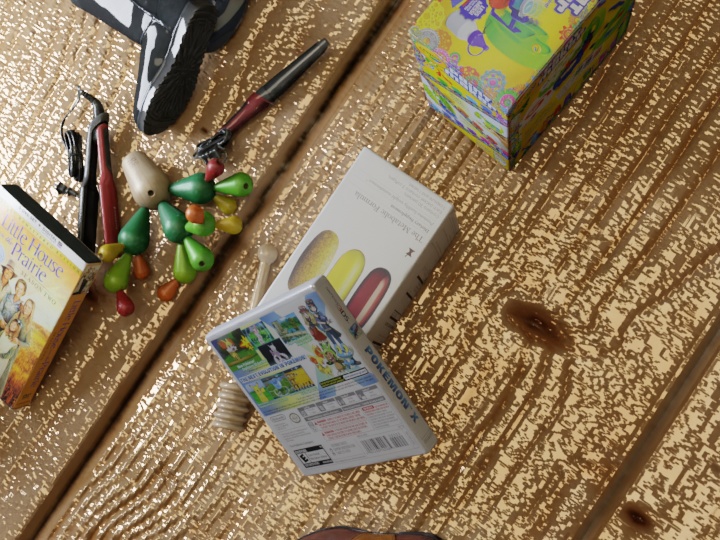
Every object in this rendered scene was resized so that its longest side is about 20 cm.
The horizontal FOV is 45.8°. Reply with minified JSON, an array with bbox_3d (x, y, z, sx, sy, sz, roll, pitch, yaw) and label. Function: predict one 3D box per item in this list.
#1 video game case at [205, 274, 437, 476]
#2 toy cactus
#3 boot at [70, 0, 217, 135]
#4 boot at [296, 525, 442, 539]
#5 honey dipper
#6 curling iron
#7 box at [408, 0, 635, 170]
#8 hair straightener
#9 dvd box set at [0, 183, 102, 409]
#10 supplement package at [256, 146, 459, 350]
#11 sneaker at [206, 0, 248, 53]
[{"bbox_3d":[-0.044,0.109,0.806,0.022,0.199,0.184,-42,102,-40],"label":"video game case"},{"bbox_3d":[-0.218,-0.062,0.930,0.200,0.102,0.166,-42,68,10],"label":"toy cactus"},{"bbox_3d":[-0.270,-0.275,0.976,0.199,0.065,0.166,35,105,18],"label":"boot"},{"bbox_3d":[-0.012,0.284,0.777,0.185,0.200,0.070,0,81,10],"label":"boot"},{"bbox_3d":[-0.121,0.069,0.917,0.037,0.038,0.204,9,79,11],"label":"honey dipper"},{"bbox_3d":[-0.108,-0.186,0.953,0.200,0.026,0.050,-43,40,-2],"label":"curling iron"},{"bbox_3d":[0.164,-0.234,0.830,0.122,0.193,0.201,41,89,13],"label":"box"},{"bbox_3d":[-0.320,-0.110,0.972,0.076,0.041,0.204,-8,85,9],"label":"hair straightener"},{"bbox_3d":[-0.381,0.029,0.938,0.146,0.029,0.201,39,108,14],"label":"dvd box set"},{"bbox_3d":[0.000,0.000,0.865,0.113,0.110,0.202,33,88,13],"label":"supplement package"},{"bbox_3d":[-0.152,-0.348,0.959,0.069,0.082,0.203,25,91,13],"label":"sneaker"}]
